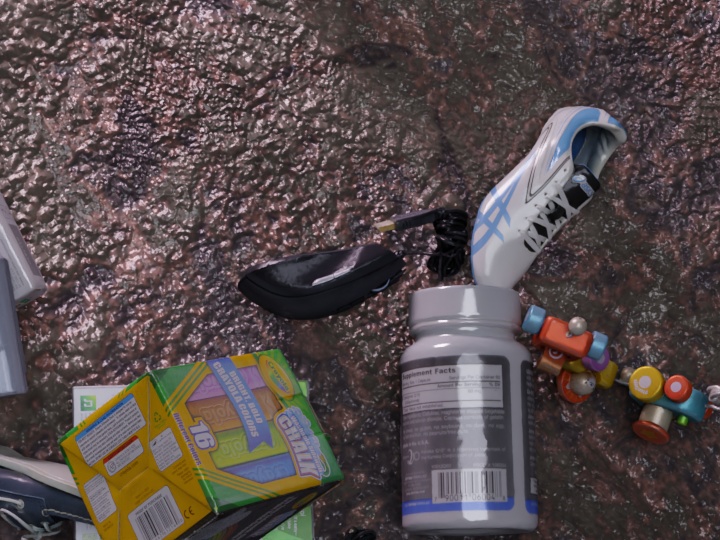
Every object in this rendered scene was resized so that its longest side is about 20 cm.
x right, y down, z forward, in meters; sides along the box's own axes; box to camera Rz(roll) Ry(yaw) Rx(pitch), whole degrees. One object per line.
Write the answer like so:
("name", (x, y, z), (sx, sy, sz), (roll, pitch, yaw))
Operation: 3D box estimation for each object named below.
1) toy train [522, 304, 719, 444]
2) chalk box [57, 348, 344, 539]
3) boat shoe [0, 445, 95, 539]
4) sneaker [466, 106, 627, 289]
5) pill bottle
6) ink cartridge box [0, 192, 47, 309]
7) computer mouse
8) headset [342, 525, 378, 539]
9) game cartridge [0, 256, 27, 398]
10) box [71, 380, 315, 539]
("toy train", (0.214, 0.095, 1.514), (0.200, 0.150, 0.056), (24, 81, -6))
("chalk box", (-0.108, 0.144, 1.411), (0.200, 0.124, 0.124), (-7, 64, -54))
("boat shoe", (-0.266, 0.181, 1.449), (0.200, 0.075, 0.062), (14, 88, 17))
("sneaker", (0.160, -0.061, 1.570), (0.072, 0.072, 0.200), (44, 71, -36))
("pill bottle", (0.089, 0.118, 1.509), (0.114, 0.114, 0.200), (1, 78, -7))
("ink cartridge box", (-0.386, -0.007, 1.519), (0.200, 0.050, 0.161), (-28, 83, 6))
("computer mouse", (0.000, 0.000, 1.506), (0.200, 0.140, 0.046), (-8, 70, -9))
("headset", (0.034, 0.299, 1.471), (0.094, 0.124, 0.200), (-27, 63, -36))
("game cartridge", (-0.378, 0.054, 1.474), (0.200, 0.040, 0.134), (-12, 81, 6))
("box", (-0.140, 0.167, 1.510), (0.200, 0.036, 0.145), (-1, 79, -6))
